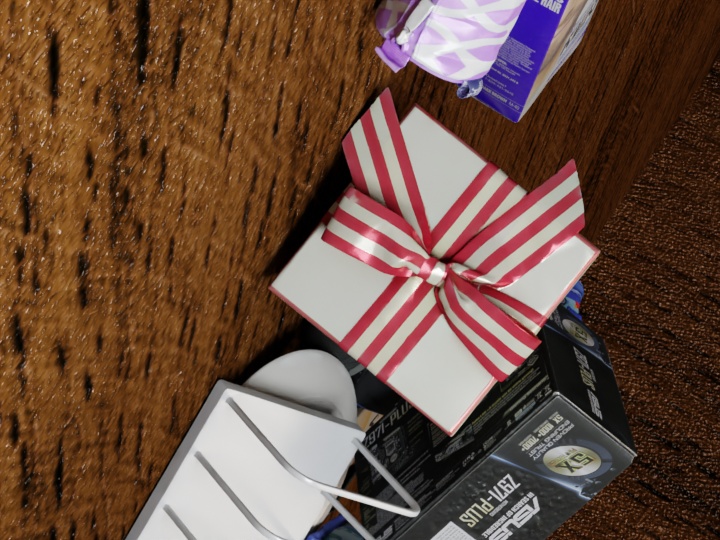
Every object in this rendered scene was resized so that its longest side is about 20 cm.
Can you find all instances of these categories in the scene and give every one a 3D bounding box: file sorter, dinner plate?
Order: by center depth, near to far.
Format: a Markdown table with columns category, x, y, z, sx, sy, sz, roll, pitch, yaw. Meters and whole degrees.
| category | x | y | z | sx | sy | sz | roll | pitch | yaw |
| --- | --- | --- | --- | --- | --- | --- | --- | --- | --- |
| file sorter | -0.070 | 0.207 | 1.699 | 0.139 | 0.125 | 0.200 | 21 | 104 | -41 |
| dinner plate | -0.061 | 0.156 | 1.802 | 0.200 | 0.024 | 0.200 | -33 | 136 | -39 |

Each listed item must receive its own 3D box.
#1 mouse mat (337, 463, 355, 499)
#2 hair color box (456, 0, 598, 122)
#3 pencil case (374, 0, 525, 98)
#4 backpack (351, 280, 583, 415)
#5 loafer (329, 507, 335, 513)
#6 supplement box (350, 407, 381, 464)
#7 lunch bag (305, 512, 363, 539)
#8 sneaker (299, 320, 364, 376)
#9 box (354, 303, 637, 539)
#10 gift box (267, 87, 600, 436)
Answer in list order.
| category | x | y | z | sx | sy | sz | roll | pitch | yaw |
| --- | --- | --- | --- | --- | --- | --- | --- | --- | --- |
| mouse mat | -0.088 | 0.250 | 2.122 | 0.161 | 0.008 | 0.200 | -30 | -167 | 41 |
| hair color box | 0.145 | -0.217 | 1.816 | 0.109 | 0.065 | 0.200 | -52 | 168 | -33 |
| pencil case | 0.074 | -0.205 | 1.405 | 0.085 | 0.084 | 0.200 | -11 | 135 | -47 |
| backpack | 0.093 | 0.032 | 1.941 | 0.135 | 0.182 | 0.200 | 124 | -18 | -52 |
| loafer | -0.096 | 0.233 | 2.001 | 0.201 | 0.070 | 0.068 | -42 | 165 | -39 |
| supplement box | -0.009 | 0.099 | 2.036 | 0.200 | 0.073 | 0.126 | -48 | 167 | -47 |
| lunch bag | -0.017 | 0.321 | 1.876 | 0.200 | 0.170 | 0.127 | -55 | 170 | 11 |
| sneaker | 0.000 | 0.000 | 1.818 | 0.082 | 0.073 | 0.200 | 5 | 125 | -49 |
| box | 0.095 | 0.134 | 1.773 | 0.200 | 0.086 | 0.164 | -44 | -156 | 18 |
| gift box | 0.056 | -0.016 | 1.652 | 0.200 | 0.184 | 0.187 | -56 | 177 | 3 |
